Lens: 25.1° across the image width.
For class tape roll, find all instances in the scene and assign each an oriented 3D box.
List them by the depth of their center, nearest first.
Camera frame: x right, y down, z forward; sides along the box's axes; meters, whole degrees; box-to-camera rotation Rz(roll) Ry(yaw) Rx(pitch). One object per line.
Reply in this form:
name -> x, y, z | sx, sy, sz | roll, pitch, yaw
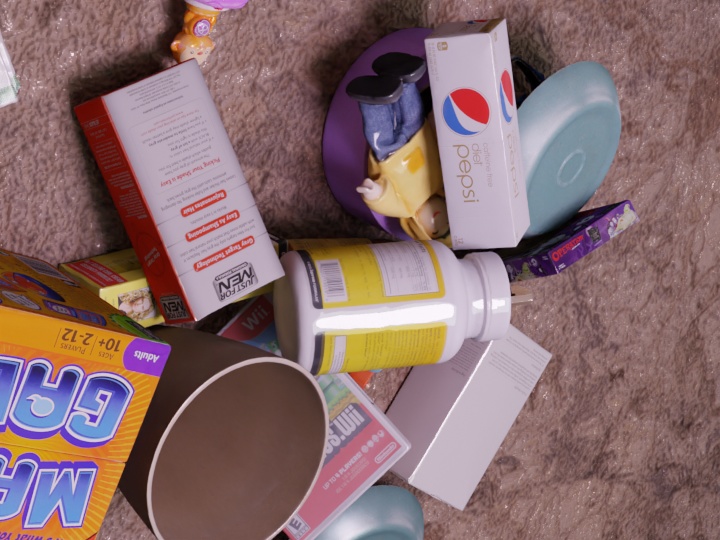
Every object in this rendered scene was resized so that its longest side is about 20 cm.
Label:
tape roll -> 0.059, -0.132, 1.585 | 0.199, 0.065, 0.201 | -19, 121, -35

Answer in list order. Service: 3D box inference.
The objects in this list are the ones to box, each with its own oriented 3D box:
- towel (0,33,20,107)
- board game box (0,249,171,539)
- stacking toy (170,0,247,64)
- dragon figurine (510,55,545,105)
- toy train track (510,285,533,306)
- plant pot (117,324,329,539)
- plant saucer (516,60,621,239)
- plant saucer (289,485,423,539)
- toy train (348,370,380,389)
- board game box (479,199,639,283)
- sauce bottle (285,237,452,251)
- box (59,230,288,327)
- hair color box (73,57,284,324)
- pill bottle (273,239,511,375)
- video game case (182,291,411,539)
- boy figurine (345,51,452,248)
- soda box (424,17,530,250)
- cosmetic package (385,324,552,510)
towel -> -0.343, -0.190, 1.212 | 0.149, 0.031, 0.201 | -32, 128, -29
board game box -> -0.310, 0.096, 1.258 | 0.199, 0.200, 0.201 | 17, 98, -45
stacking toy -> -0.122, -0.258, 1.345 | 0.116, 0.110, 0.201 | -8, 126, -43
dragon figurine -> 0.201, -0.157, 1.659 | 0.059, 0.099, 0.200 | -49, 154, -17
toy train track -> 0.073, 0.029, 1.635 | 0.198, 0.115, 0.033 | -7, 80, -3
plant pot -> -0.161, 0.126, 1.409 | 0.187, 0.200, 0.189 | -20, 122, -35
plant saucer -> 0.195, -0.107, 1.587 | 0.200, 0.036, 0.201 | -35, 145, -29
plant saucer -> -0.007, 0.319, 1.726 | 0.199, 0.036, 0.201 | -22, 135, -24
toy train -> -0.027, 0.122, 1.603 | 0.151, 0.055, 0.200 | -56, 178, 21
board game box -> 0.181, -0.022, 1.664 | 0.120, 0.200, 0.032 | -27, 96, -29
sauce bottle -> 0.000, 0.000, 1.564 | 0.199, 0.066, 0.066 | -2, 112, -25
box -> -0.164, 0.005, 1.441 | 0.199, 0.075, 0.050 | -16, 118, -36
hair color box -> -0.152, -0.066, 1.367 | 0.101, 0.061, 0.201 | -27, 100, -33
pill bottle -> 0.028, 0.031, 1.451 | 0.199, 0.112, 0.113 | -4, 115, -15
video game case -> -0.070, 0.136, 1.497 | 0.143, 0.200, 0.017 | -44, 174, 8
boy figurine -> 0.042, -0.096, 1.495 | 0.124, 0.064, 0.201 | -43, 131, -32
soda box -> 0.108, -0.124, 1.477 | 0.068, 0.063, 0.201 | -49, 133, -63
cosmetic package -> 0.106, 0.143, 1.746 | 0.107, 0.085, 0.201 | 36, 85, -45
